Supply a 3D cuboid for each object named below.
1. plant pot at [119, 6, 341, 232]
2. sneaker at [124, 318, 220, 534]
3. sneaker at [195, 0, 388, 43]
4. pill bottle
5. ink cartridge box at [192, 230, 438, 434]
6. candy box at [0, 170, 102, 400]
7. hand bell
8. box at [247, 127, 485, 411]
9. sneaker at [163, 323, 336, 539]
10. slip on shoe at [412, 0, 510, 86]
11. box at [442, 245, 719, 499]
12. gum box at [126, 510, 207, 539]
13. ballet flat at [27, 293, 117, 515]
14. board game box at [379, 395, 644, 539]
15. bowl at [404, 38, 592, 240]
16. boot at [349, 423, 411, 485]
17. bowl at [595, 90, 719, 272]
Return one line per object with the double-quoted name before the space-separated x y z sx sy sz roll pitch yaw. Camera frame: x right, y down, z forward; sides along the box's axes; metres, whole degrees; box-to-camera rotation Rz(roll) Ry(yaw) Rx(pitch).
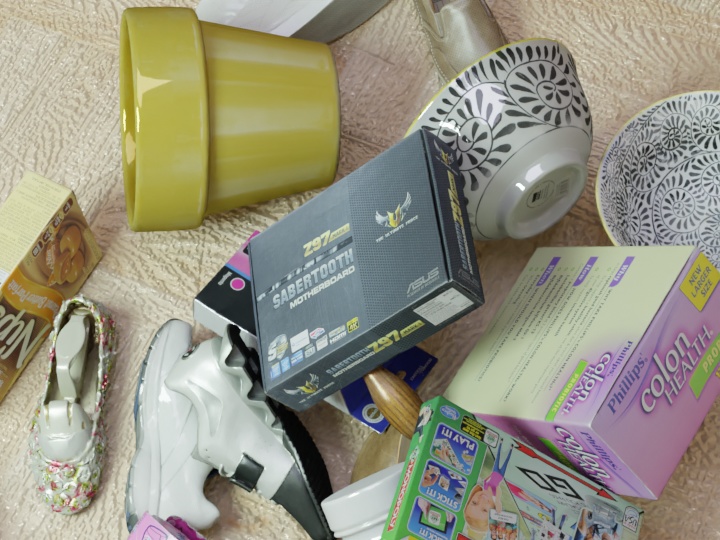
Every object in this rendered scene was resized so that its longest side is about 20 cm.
"plant pot" -0.119 -0.137 1.688 0.187 0.201 0.203 -1 60 -11
"sneaker" -0.155 0.138 1.610 0.086 0.075 0.202 5 65 -7
"sneaker" -0.065 -0.273 1.812 0.199 0.074 0.116 -31 65 -8
"pill bottle" 0.046 0.255 1.440 0.110 0.111 0.202 -23 89 -5
"ink cartridge box" -0.038 0.051 1.599 0.199 0.037 0.095 32 57 15
"candy box" -0.316 0.025 1.657 0.055 0.116 0.201 23 67 20
"hand bell" 0.072 0.152 1.500 0.104 0.104 0.200 -39 86 -14
"box" 0.000 0.000 1.512 0.199 0.051 0.159 -31 48 27
"sneaker" -0.091 0.150 1.560 0.088 0.074 0.201 -31 94 11
"slip on shoe" 0.097 -0.235 1.775 0.075 0.061 0.201 -19 60 -3
"box" 0.189 0.077 1.511 0.199 0.097 0.177 -1 50 57
"gum box" -0.128 0.294 1.491 0.199 0.066 0.114 37 94 24
"ballet flat" -0.256 0.111 1.632 0.075 0.064 0.202 -3 61 6
"board game box" 0.116 0.200 1.413 0.199 0.029 0.136 29 58 -17
"bowl" 0.132 -0.090 1.601 0.200 0.201 0.094 -33 61 -11
"boot" 0.021 0.219 1.544 0.075 0.073 0.202 -8 60 46
"bowl" 0.304 -0.048 1.623 0.198 0.094 0.203 -3 61 6
